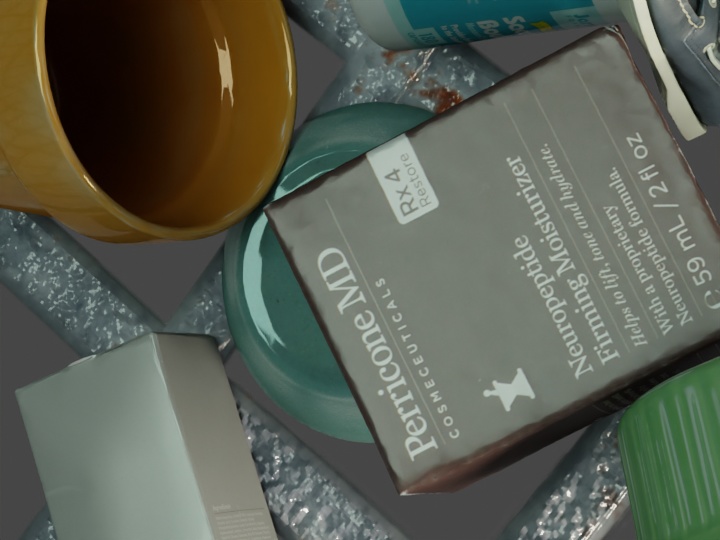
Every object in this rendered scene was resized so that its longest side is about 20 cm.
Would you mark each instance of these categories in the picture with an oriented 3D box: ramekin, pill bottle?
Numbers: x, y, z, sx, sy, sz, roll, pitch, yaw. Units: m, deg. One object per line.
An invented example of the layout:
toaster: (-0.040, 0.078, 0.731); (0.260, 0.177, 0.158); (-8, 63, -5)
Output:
ramekin: (0.223, 0.096, 1.072); (0.200, 0.200, 0.098); (-21, 71, 22)
pill bottle: (0.096, -0.185, 1.187); (0.199, 0.111, 0.111); (-5, 85, 24)

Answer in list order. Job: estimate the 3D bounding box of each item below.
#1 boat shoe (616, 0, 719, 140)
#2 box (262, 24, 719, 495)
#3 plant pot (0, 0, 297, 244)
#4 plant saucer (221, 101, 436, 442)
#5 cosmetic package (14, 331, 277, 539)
boat shoe: (0.168, -0.129, 1.106); (0.062, 0.200, 0.075); (-23, 57, 11)
box: (0.086, 0.002, 1.127); (0.200, 0.164, 0.166); (-27, 81, 7)
plant pot: (-0.170, -0.109, 1.269); (0.183, 0.200, 0.201); (-6, 84, 42)
plant saucer: (0.000, 0.000, 1.261); (0.199, 0.036, 0.201); (-1, 87, 25)
cosmetic package: (-0.118, 0.145, 1.281); (0.107, 0.090, 0.201); (-20, 76, 22)
